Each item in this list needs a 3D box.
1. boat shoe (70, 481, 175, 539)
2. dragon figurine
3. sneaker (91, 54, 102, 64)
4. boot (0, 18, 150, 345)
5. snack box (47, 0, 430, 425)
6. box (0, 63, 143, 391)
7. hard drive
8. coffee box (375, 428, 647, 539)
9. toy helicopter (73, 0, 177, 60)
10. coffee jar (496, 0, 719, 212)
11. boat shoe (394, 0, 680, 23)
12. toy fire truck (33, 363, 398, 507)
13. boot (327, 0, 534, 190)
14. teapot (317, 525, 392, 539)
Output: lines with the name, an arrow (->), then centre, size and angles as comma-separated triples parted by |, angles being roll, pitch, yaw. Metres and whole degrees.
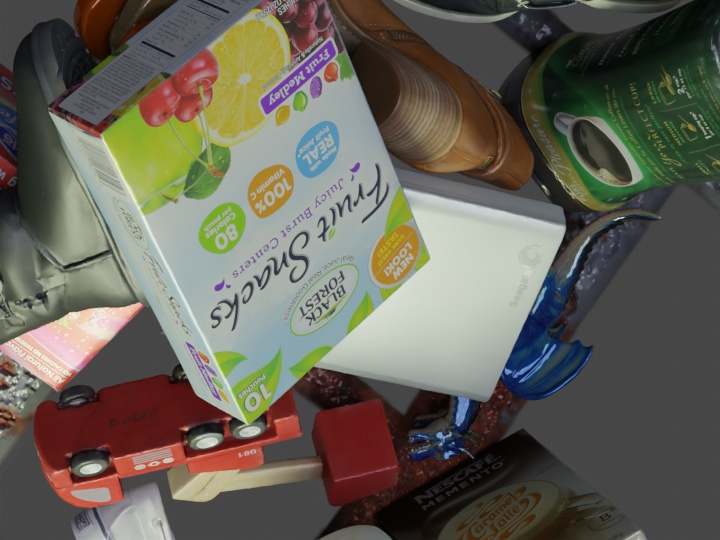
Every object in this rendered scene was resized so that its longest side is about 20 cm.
boat shoe -> -0.100, 0.219, 1.380 | 0.065, 0.074, 0.201 | -28, 108, -3
dragon figurine -> 0.101, 0.038, 1.402 | 0.199, 0.059, 0.100 | -30, 110, -3
sneaker -> -0.070, -0.074, 1.310 | 0.199, 0.077, 0.089 | 34, 118, -20
boot -> -0.214, -0.028, 1.192 | 0.199, 0.066, 0.166 | -14, 117, 13
snack box -> -0.055, -0.042, 1.171 | 0.142, 0.053, 0.201 | -41, 132, -21
box -> -0.206, -0.041, 1.271 | 0.200, 0.096, 0.100 | 39, 113, -19
hard drive -> 0.000, 0.000, 1.304 | 0.199, 0.026, 0.132 | 13, 124, -14
coffee box -> 0.095, 0.178, 1.356 | 0.114, 0.200, 0.080 | -29, 108, -8
toy helicopter -> -0.044, -0.148, 1.203 | 0.132, 0.079, 0.200 | 35, 98, -38
coffee jar -> 0.170, -0.095, 1.326 | 0.105, 0.199, 0.085 | 53, 57, -19
boat shoe -> 0.105, -0.181, 1.298 | 0.198, 0.066, 0.075 | 4, 70, -17
toy fire truck -> -0.080, 0.101, 1.332 | 0.199, 0.141, 0.049 | -13, 62, -4
boot -> 0.011, -0.126, 1.326 | 0.077, 0.200, 0.155 | -53, 146, 12
teapot -> -0.010, 0.256, 1.338 | 0.146, 0.197, 0.201 | -30, 103, -9
